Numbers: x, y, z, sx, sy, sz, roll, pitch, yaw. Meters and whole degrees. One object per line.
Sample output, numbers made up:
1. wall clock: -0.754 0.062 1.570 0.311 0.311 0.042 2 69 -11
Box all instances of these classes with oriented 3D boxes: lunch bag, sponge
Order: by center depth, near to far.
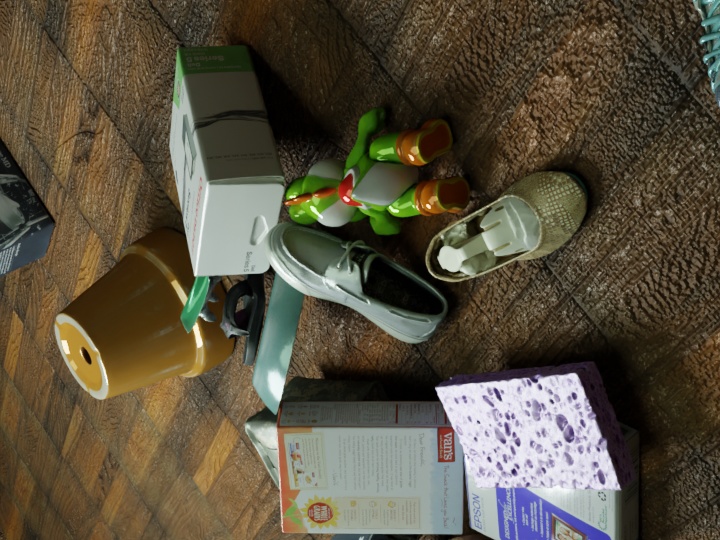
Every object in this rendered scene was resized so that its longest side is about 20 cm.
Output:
1. sponge: 0.158 0.147 1.140 0.199 0.030 0.113 -14 101 54
2. lunch bag: -0.020 0.236 1.450 0.163 0.117 0.202 -2 121 50

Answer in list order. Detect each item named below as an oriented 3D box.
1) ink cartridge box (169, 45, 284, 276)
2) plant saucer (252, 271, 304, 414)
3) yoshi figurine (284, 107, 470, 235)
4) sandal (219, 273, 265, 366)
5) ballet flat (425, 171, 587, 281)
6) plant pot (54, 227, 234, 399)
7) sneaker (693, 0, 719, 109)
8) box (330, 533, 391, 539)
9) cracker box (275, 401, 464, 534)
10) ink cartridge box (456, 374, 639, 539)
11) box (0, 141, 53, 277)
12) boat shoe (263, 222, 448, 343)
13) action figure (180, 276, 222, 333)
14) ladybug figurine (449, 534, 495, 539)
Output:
1. ink cartridge box: -0.146 -0.116 1.305 0.147 0.083 0.202 105 155 -47
2. plant saucer: -0.086 0.054 1.344 0.035 0.202 0.201 13 139 -3
3. yoshi figurine: 0.016 -0.088 1.195 0.198 0.114 0.112 -9 147 42
4. sandal: -0.137 0.044 1.419 0.201 0.047 0.076 -101 21 -62
5. ballet flat: 0.123 -0.029 1.093 0.071 0.065 0.200 59 147 2
6. plant pot: -0.297 0.073 1.639 0.199 0.182 0.202 34 139 35
7. sneaker: 0.258 -0.148 0.796 0.202 0.086 0.077 60 146 1
8. box: 0.036 0.414 1.407 0.199 0.150 0.107 38 150 -16
9. cracker box: 0.012 0.210 1.313 0.196 0.058 0.136 0 115 3
10. ink cartridge box: 0.184 0.209 1.210 0.199 0.043 0.201 23 130 42
11. box: -0.628 -0.086 1.961 0.201 0.195 0.124 54 146 9
12. boat shoe: 0.000 0.001 1.233 0.199 0.071 0.072 29 148 -7
13. action figure: -0.168 -0.035 1.479 0.119 0.054 0.202 -94 19 -53
14. ladybug figurine: 0.168 0.358 1.321 0.200 0.071 0.137 42 142 28
